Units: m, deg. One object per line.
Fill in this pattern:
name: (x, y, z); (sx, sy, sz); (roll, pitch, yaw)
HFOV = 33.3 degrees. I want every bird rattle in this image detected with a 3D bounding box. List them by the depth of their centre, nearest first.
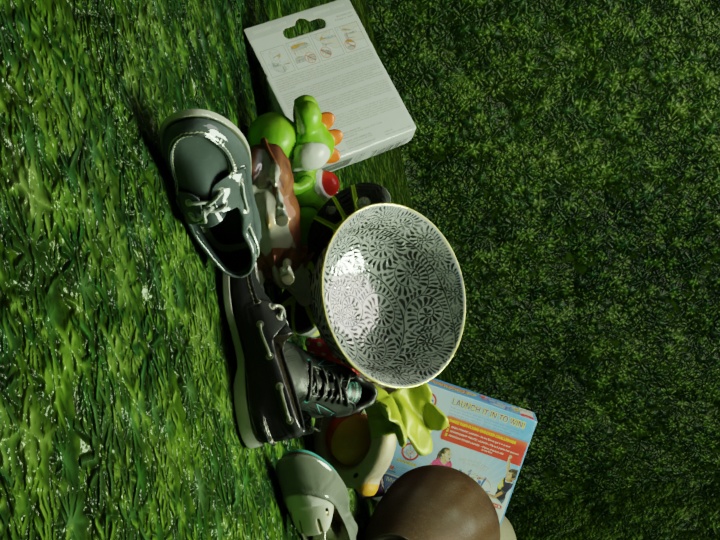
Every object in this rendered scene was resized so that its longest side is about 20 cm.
bird rattle: (-0.009, 0.172, 1.418); (0.112, 0.199, 0.164); (12, 101, -51)

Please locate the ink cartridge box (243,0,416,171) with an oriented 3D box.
ink cartridge box: (-0.042, -0.232, 1.531); (0.201, 0.162, 0.057); (61, -26, 13)

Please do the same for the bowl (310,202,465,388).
bowl: (0.013, 0.033, 1.327); (0.200, 0.094, 0.202); (8, 77, -35)

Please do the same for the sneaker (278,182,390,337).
sneaker: (-0.028, -0.014, 1.419); (0.201, 0.075, 0.076); (-58, 158, -2)

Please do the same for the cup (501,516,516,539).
cup: (0.127, 0.441, 1.899); (0.143, 0.200, 0.201); (36, 36, -38)

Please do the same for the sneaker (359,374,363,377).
sneaker: (0.032, 0.060, 1.668); (0.073, 0.070, 0.201); (67, 22, -52)

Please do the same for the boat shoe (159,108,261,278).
boat shoe: (-0.125, -0.064, 1.057); (0.200, 0.072, 0.062); (77, 2, -58)

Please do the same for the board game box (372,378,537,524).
board game box: (0.140, 0.279, 1.811); (0.056, 0.199, 0.197); (-52, 160, -82)

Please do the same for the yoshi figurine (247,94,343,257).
yoshi figurine: (-0.088, -0.110, 1.424); (0.112, 0.112, 0.201); (-27, 129, -41)

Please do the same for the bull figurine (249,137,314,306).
bull figurine: (-0.092, -0.037, 1.279); (0.122, 0.065, 0.201); (-90, 169, -64)

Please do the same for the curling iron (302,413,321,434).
curling iron: (-0.075, 0.125, 1.333); (0.200, 0.025, 0.050); (68, 10, -54)

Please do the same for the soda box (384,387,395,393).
soda box: (0.046, 0.120, 1.783); (0.200, 0.068, 0.064); (116, -26, -52)

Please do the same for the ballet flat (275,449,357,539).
ballet flat: (-0.042, 0.258, 1.261); (0.200, 0.067, 0.064); (70, 19, -52)

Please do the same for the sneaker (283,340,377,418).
sneaker: (-0.046, 0.115, 1.269); (0.200, 0.079, 0.076); (28, 66, -66)

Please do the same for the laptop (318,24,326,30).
laptop: (-0.046, -0.217, 1.685); (0.200, 0.115, 0.188); (61, 20, -67)

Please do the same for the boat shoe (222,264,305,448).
boat shoe: (-0.093, 0.067, 1.153); (0.074, 0.060, 0.201); (55, 25, -70)

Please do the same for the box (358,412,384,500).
box: (-0.008, 0.206, 1.675); (0.201, 0.039, 0.137); (71, 10, -46)

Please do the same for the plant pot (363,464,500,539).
plant pot: (0.077, 0.381, 1.656); (0.200, 0.186, 0.188); (-10, 89, -68)
